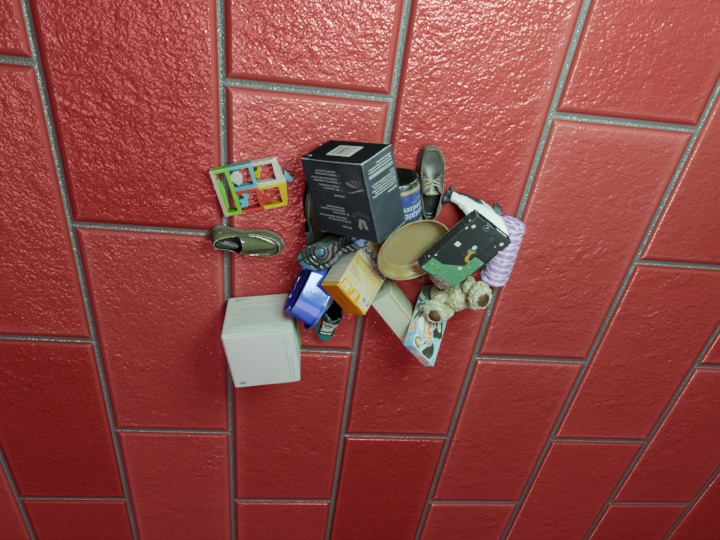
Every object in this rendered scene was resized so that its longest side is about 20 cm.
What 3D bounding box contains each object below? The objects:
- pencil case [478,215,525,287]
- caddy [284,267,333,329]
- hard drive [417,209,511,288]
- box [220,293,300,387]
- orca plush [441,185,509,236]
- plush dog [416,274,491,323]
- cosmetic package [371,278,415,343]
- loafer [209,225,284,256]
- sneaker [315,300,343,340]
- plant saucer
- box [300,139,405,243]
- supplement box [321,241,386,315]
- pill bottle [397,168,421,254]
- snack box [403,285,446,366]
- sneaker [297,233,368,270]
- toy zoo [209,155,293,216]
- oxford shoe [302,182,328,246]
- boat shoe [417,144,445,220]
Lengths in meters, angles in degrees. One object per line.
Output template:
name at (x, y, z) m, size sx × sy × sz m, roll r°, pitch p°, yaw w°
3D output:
pencil case at (0.391, -0.051, 1.513) m, size 0.083 × 0.085 × 0.202 m, roll -17°, pitch 133°, yaw -36°
caddy at (-0.120, 0.061, 1.485) m, size 0.104 × 0.141 × 0.202 m, roll 28°, pitch 80°, yaw -18°
hard drive at (0.259, -0.049, 1.371) m, size 0.139 × 0.038 × 0.200 m, roll 29°, pitch 121°, yaw -31°
box at (-0.278, 0.198, 1.569) m, size 0.197 × 0.172 × 0.201 m, roll -5°, pitch 125°, yaw -1°
orca plush at (0.302, -0.136, 1.436) m, size 0.198 × 0.071 × 0.106 m, roll 25°, pitch 84°, yaw 11°
plush dog at (0.255, 0.029, 1.531) m, size 0.198 × 0.161 × 0.174 m, roll -20°, pitch 100°, yaw 17°
cosmetic package at (0.105, 0.114, 1.586) m, size 0.073 × 0.104 × 0.200 m, roll -30°, pitch 123°, yaw 15°
loafer at (-0.301, -0.066, 1.446) m, size 0.197 × 0.070 × 0.076 m, roll 6°, pitch 124°, yaw -9°
sneaker at (-0.093, 0.139, 1.598) m, size 0.070 × 0.080 × 0.202 m, roll 8°, pitch 124°, yaw -10°
plant saucer at (0.131, -0.059, 1.380) m, size 0.198 × 0.036 × 0.202 m, roll -13°, pitch 138°, yaw -12°
box at (-0.015, -0.190, 1.293) m, size 0.195 × 0.117 × 0.202 m, roll 15°, pitch 131°, yaw 39°
supplement box at (0.000, 0.000, 1.441) m, size 0.073 × 0.201 × 0.126 m, roll -2°, pitch 139°, yaw 47°
pill bottle at (0.101, -0.148, 1.398) m, size 0.110 × 0.112 × 0.202 m, roll -8°, pitch 125°, yaw 1°
snack box at (0.194, 0.158, 1.569) m, size 0.037 × 0.202 × 0.116 m, roll -10°, pitch 137°, yaw 42°
sneaker at (-0.067, -0.061, 1.410) m, size 0.198 × 0.082 × 0.074 m, roll -21°, pitch 109°, yaw 11°
toy zoo at (-0.265, -0.213, 1.378) m, size 0.197 × 0.021 × 0.132 m, roll -10°, pitch 125°, yaw 2°
oxford shoe at (-0.107, -0.149, 1.410) m, size 0.083 × 0.073 × 0.201 m, roll -6°, pitch 137°, yaw -4°
boat shoe at (0.184, -0.215, 1.382) m, size 0.073 × 0.074 × 0.202 m, roll -7°, pitch 125°, yaw 0°
